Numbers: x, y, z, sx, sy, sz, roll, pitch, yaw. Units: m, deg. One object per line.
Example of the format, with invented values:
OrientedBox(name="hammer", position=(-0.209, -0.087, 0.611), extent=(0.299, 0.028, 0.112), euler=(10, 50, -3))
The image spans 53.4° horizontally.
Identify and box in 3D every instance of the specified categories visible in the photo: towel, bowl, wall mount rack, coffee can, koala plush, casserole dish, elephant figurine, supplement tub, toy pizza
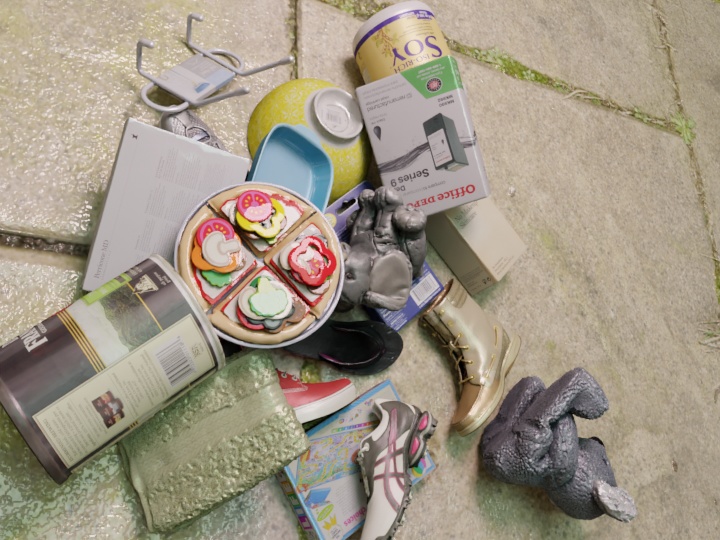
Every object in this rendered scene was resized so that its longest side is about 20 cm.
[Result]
OrientedBox(name="towel", position=(-0.167, 0.187, 0.802), extent=(0.197, 0.037, 0.150), euler=(-26, 80, -10))
OrientedBox(name="bowl", position=(-0.054, -0.202, 1.035), extent=(0.197, 0.107, 0.204), euler=(12, 65, -26))
OrientedBox(name="wall mount rack", position=(-0.196, -0.271, 0.960), extent=(0.172, 0.075, 0.201), euler=(28, 43, 8))
OrientedBox(name="coffee can", position=(-0.261, 0.097, 0.740), extent=(0.199, 0.146, 0.148), euler=(-34, 90, -25))
OrientedBox(name="koala plush", position=(0.288, 0.276, 1.022), extent=(0.201, 0.177, 0.184), euler=(48, 66, -6))
OrientedBox(name="casserole dish", position=(-0.101, -0.088, 0.910), extent=(0.120, 0.038, 0.204), euler=(30, 67, -40))
OrientedBox(name="elephant figurine", position=(0.000, 0.000, 0.940), extent=(0.154, 0.142, 0.201), euler=(33, 60, 3))
OrientedBox(name="supplement tub", position=(0.083, -0.300, 1.134), extent=(0.144, 0.145, 0.203), euler=(-16, 79, -35))
OrientedBox(name="toy pizza", position=(-0.110, -0.013, 0.811), extent=(0.196, 0.032, 0.204), euler=(7, 68, -16))

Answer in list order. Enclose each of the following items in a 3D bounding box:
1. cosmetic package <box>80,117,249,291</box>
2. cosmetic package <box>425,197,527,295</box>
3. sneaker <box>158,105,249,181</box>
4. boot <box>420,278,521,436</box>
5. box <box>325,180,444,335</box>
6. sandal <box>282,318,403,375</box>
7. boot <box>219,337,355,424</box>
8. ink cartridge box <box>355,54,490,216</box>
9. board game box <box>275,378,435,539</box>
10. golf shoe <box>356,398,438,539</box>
OrientedBox(name="cosmetic package", position=(-0.232, -0.059, 0.855), extent=(0.149, 0.051, 0.204), euler=(16, 89, -27))
OrientedBox(name="cosmetic package", position=(0.161, -0.075, 1.137), extent=(0.201, 0.073, 0.103), euler=(51, 54, -5))
OrientedBox(name="sneaker", position=(-0.185, -0.142, 0.945), extent=(0.201, 0.082, 0.075), euler=(51, 54, -4))
OrientedBox(name="boot", position=(0.145, 0.122, 1.045), extent=(0.155, 0.073, 0.201), euler=(43, 53, -10))
OrientedBox(name="box", position=(0.024, -0.019, 1.044), extent=(0.121, 0.032, 0.202), euler=(-37, 95, -29))
OrientedBox(name="sandal", position=(-0.020, 0.101, 0.950), extent=(0.198, 0.048, 0.077), euler=(13, 94, -33))
OrientedBox(name="boot", position=(-0.106, 0.128, 0.894), extent=(0.197, 0.072, 0.147), euler=(-12, 75, -30))
OrientedBox(name="ink cartridge box", position=(0.093, -0.182, 1.024), extent=(0.084, 0.143, 0.204), euler=(-39, 112, -74))
OrientedBox(name="board game box", position=(-0.008, 0.247, 0.925), extent=(0.198, 0.034, 0.136), euler=(-25, 85, -36))
OrientedBox(name="golf shoe", position=(0.027, 0.257, 0.889), extent=(0.087, 0.078, 0.202), euler=(23, 56, 1))
